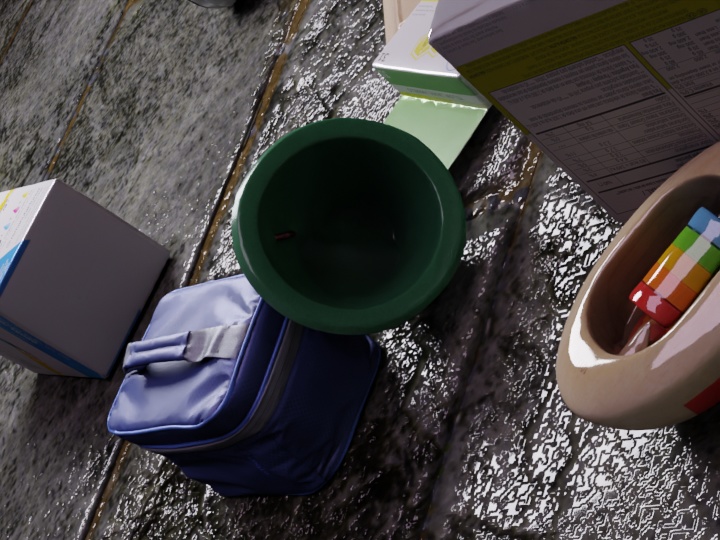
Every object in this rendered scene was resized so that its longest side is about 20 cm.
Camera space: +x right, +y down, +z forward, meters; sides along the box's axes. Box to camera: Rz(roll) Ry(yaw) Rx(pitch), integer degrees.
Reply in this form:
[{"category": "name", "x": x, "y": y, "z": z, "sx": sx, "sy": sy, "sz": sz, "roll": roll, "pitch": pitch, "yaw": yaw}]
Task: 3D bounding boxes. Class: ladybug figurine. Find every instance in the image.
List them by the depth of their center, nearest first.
[{"category": "ladybug figurine", "x": 0.192, "y": 0.009, "z": 0.852, "sx": 0.200, "sy": 0.072, "sz": 0.136, "roll": -50, "pitch": 28, "yaw": 11}]

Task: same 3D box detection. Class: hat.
[{"category": "hat", "x": -0.012, "y": -0.007, "z": 1.180, "sx": 0.200, "sy": 0.165, "sz": 0.176, "roll": -52, "pitch": -10, "yaw": -26}]

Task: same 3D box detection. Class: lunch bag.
[{"category": "lunch bag", "x": -0.101, "y": 0.082, "z": 1.169, "sx": 0.199, "sy": 0.132, "sz": 0.137, "roll": -13, "pitch": 49, "yaw": 51}]

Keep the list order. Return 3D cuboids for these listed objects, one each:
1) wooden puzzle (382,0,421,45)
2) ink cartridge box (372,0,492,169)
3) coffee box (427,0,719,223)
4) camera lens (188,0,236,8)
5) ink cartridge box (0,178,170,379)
[{"category": "wooden puzzle", "x": 0.088, "y": -0.299, "z": 1.393, "sx": 0.200, "sy": 0.037, "sz": 0.186, "roll": -44, "pitch": 30, "yaw": 30}, {"category": "ink cartridge box", "x": 0.056, "y": -0.147, "z": 1.246, "sx": 0.200, "sy": 0.048, "sz": 0.145, "roll": -53, "pitch": 28, "yaw": -9}, {"category": "coffee box", "x": 0.193, "y": -0.178, "z": 0.913, "sx": 0.199, "sy": 0.197, "sz": 0.201, "roll": -16, "pitch": 46, "yaw": 45}, {"category": "camera lens", "x": -0.152, "y": -0.407, "z": 1.743, "sx": 0.200, "sy": 0.160, "sz": 0.160, "roll": -42, "pitch": 31, "yaw": 23}, {"category": "ink cartridge box", "x": -0.321, "y": 0.011, "z": 1.576, "sx": 0.199, "sy": 0.144, "sz": 0.148, "roll": -5, "pitch": 57, "yaw": 57}]
